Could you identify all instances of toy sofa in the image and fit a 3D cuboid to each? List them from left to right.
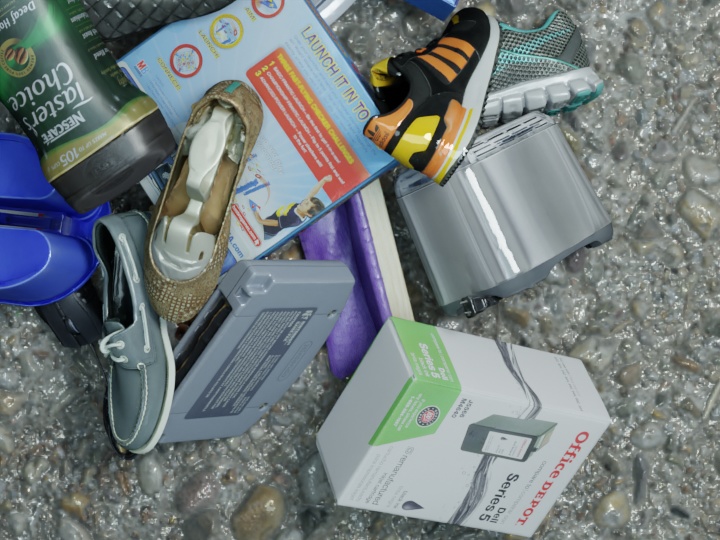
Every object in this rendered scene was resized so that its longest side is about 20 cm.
[{"bbox_3d":[0.000,0.000,1.453,0.097,0.083,0.200,-15,98,-3],"label":"toy sofa"}]

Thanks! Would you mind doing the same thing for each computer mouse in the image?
[{"bbox_3d":[-0.237,0.073,1.459,0.059,0.034,0.200,-23,94,19],"label":"computer mouse"}]

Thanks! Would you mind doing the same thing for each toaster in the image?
[{"bbox_3d":[0.113,-0.048,1.410,0.200,0.114,0.129,-28,93,-44],"label":"toaster"}]

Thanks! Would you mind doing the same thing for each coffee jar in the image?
[{"bbox_3d":[-0.234,-0.148,1.310,0.104,0.085,0.200,-33,98,12],"label":"coffee jar"}]

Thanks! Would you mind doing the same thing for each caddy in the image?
[{"bbox_3d":[-0.310,-0.045,1.414,0.200,0.105,0.142,6,83,11],"label":"caddy"}]

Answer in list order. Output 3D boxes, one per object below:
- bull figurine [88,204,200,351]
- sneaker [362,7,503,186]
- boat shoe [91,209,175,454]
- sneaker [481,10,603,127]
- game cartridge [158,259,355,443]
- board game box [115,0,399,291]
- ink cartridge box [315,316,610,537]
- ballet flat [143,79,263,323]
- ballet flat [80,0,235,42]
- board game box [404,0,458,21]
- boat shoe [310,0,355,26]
[{"bbox_3d":[-0.164,-0.017,1.448,0.121,0.065,0.200,27,90,0],"label":"bull figurine"},{"bbox_3d":[0.054,-0.156,1.336,0.090,0.200,0.070,25,134,-11],"label":"sneaker"},{"bbox_3d":[-0.194,0.050,1.380,0.062,0.073,0.200,3,89,-46],"label":"boat shoe"},{"bbox_3d":[0.104,-0.171,1.453,0.200,0.078,0.091,-10,81,-5],"label":"sneaker"},{"bbox_3d":[-0.094,0.066,1.416,0.042,0.133,0.200,52,122,25],"label":"game cartridge"},{"bbox_3d":[-0.092,-0.121,1.374,0.196,0.056,0.200,-34,88,9],"label":"board game box"},{"bbox_3d":[0.086,0.134,1.420,0.200,0.084,0.146,14,122,-27],"label":"ink cartridge box"},{"bbox_3d":[-0.131,-0.054,1.323,0.070,0.065,0.200,16,96,8],"label":"ballet flat"},{"bbox_3d":[-0.146,-0.232,1.328,0.200,0.067,0.057,-19,141,16],"label":"ballet flat"},{"bbox_3d":[0.049,-0.331,1.404,0.152,0.045,0.200,28,77,-6],"label":"board game box"},{"bbox_3d":[-0.079,-0.207,1.425,0.200,0.074,0.067,-39,100,2],"label":"boat shoe"}]
